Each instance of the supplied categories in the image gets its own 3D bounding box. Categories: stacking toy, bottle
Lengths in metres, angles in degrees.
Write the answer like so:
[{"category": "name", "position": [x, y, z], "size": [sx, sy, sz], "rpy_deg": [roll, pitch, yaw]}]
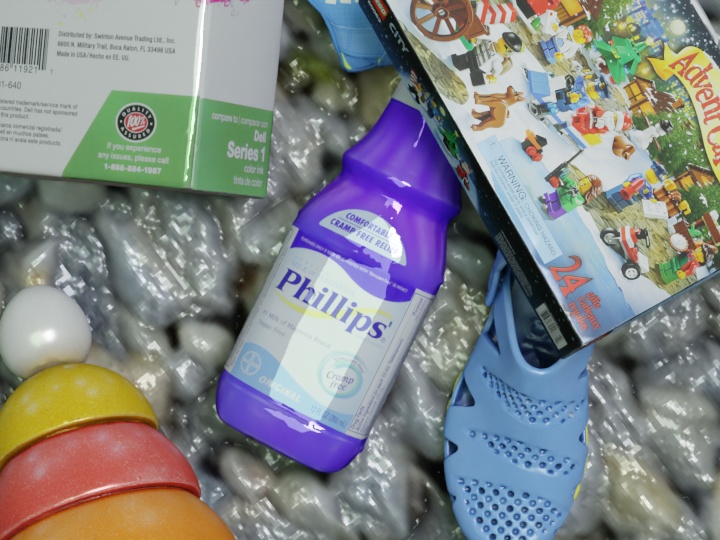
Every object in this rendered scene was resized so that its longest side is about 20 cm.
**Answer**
[{"category": "stacking toy", "position": [-0.140, 0.098, 1.075], "size": [0.146, 0.146, 0.201], "rpy_deg": [-19, 70, 7]}, {"category": "bottle", "position": [0.000, 0.000, 1.070], "size": [0.083, 0.065, 0.201], "rpy_deg": [27, 93, 8]}]

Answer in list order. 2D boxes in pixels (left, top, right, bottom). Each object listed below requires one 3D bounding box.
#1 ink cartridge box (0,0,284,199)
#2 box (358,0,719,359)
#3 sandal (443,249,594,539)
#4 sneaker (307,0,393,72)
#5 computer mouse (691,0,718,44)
[{"category": "ink cartridge box", "position": [-0.117, -0.143, 1.058], "size": [0.144, 0.084, 0.201], "rpy_deg": [6, 91, 26]}, {"category": "box", "position": [0.107, -0.078, 0.999], "size": [0.136, 0.038, 0.200], "rpy_deg": [-28, 84, -15]}, {"category": "sandal", "position": [0.085, 0.047, 1.049], "size": [0.079, 0.087, 0.201], "rpy_deg": [9, 93, 5]}, {"category": "sneaker", "position": [-0.001, -0.193, 1.066], "size": [0.105, 0.076, 0.201], "rpy_deg": [-15, 89, 8]}, {"category": "computer mouse", "position": [0.141, -0.122, 1.061], "size": [0.109, 0.044, 0.200], "rpy_deg": [-29, 84, 3]}]
